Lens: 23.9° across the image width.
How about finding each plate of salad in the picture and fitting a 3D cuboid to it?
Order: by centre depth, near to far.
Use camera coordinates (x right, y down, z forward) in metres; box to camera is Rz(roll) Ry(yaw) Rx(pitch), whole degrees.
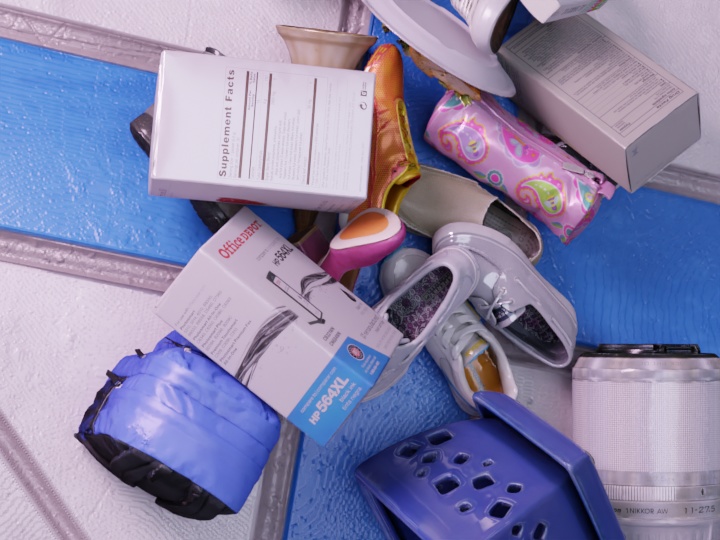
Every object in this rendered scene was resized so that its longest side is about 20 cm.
[{"bbox_3d":[0.068,-0.226,1.685,0.199,0.201,0.048,30,111,-15],"label":"plate of salad"}]

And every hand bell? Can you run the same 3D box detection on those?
[{"bbox_3d":[-0.044,-0.139,1.698,0.103,0.104,0.203,4,98,-17],"label":"hand bell"}]

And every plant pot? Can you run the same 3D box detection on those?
[{"bbox_3d":[0.139,0.249,1.645,0.179,0.200,0.201,-37,124,-15],"label":"plant pot"}]

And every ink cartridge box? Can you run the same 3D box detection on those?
[{"bbox_3d":[-0.072,0.048,1.565,0.199,0.146,0.085,39,112,-1],"label":"ink cartridge box"}]

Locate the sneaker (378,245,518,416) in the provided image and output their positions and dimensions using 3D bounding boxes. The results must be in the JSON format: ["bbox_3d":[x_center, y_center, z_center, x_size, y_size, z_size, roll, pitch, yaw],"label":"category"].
[{"bbox_3d":[0.095,0.059,1.727,0.076,0.081,0.201,-38,98,-14],"label":"sneaker"}]

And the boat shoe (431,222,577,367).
[{"bbox_3d":[0.147,0.030,1.715,0.072,0.069,0.200,-30,124,25],"label":"boat shoe"}]

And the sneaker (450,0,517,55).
[{"bbox_3d":[0.114,-0.269,1.700,0.084,0.200,0.073,22,109,1],"label":"sneaker"}]

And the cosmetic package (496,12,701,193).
[{"bbox_3d":[0.240,-0.180,1.724,0.103,0.073,0.200,-35,53,-13],"label":"cosmetic package"}]

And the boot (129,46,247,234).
[{"bbox_3d":[-0.120,-0.113,1.669,0.130,0.068,0.201,-41,98,-13],"label":"boot"}]

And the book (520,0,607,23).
[{"bbox_3d":[0.181,-0.314,1.701,0.048,0.200,0.134,-41,83,26],"label":"book"}]

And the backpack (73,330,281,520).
[{"bbox_3d":[-0.163,0.135,1.578,0.161,0.200,0.169,29,80,-14],"label":"backpack"}]

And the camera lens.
[{"bbox_3d":[0.296,0.177,1.746,0.158,0.160,0.203,1,88,-18],"label":"camera lens"}]

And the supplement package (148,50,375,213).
[{"bbox_3d":[-0.094,-0.125,1.581,0.197,0.121,0.121,5,85,-8],"label":"supplement package"}]

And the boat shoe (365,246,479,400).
[{"bbox_3d":[0.037,0.058,1.662,0.200,0.068,0.072,-41,82,22],"label":"boat shoe"}]

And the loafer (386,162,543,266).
[{"bbox_3d":[0.107,-0.058,1.741,0.198,0.068,0.077,22,82,-16],"label":"loafer"}]

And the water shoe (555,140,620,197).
[{"bbox_3d":[0.267,-0.124,1.797,0.198,0.079,0.072,-26,93,9],"label":"water shoe"}]

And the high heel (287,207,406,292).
[{"bbox_3d":[0.000,0.000,1.636,0.067,0.199,0.096,-44,108,-32],"label":"high heel"}]

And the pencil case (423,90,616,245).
[{"bbox_3d":[0.161,-0.113,1.728,0.199,0.087,0.088,36,78,4],"label":"pencil case"}]

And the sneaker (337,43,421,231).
[{"bbox_3d":[0.029,-0.123,1.684,0.076,0.073,0.203,5,93,23],"label":"sneaker"}]
